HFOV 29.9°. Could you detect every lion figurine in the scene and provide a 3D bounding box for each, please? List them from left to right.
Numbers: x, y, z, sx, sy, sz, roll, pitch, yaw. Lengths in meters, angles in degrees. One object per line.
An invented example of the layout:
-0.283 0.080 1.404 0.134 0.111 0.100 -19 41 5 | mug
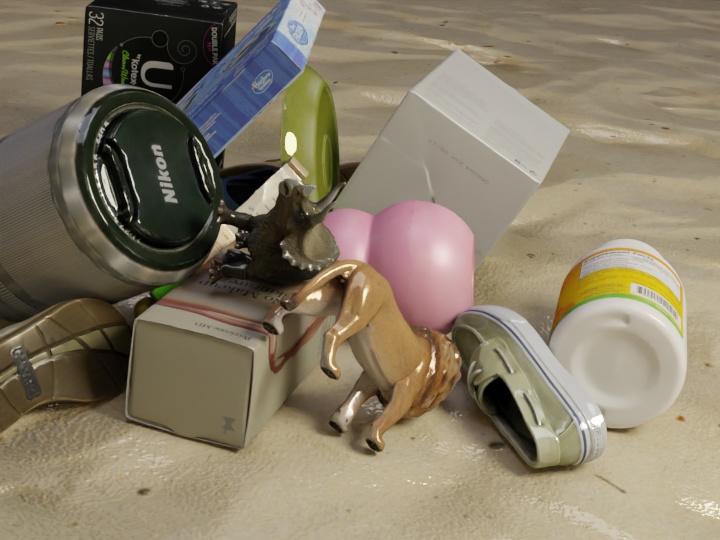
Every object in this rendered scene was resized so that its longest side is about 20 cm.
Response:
0.011 0.051 1.016 0.072 0.200 0.123 19 58 38 | lion figurine

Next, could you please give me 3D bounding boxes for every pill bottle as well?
0.222 0.043 1.156 0.111 0.111 0.200 11 22 9 | pill bottle

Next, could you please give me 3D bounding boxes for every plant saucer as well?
-0.045 -0.103 1.302 0.031 0.201 0.200 -2 21 7 | plant saucer

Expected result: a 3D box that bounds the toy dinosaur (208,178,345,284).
-0.057 -0.016 1.046 0.102 0.077 0.200 8 -10 8 | toy dinosaur

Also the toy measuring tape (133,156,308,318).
-0.128 -0.024 1.193 0.073 0.074 0.200 27 65 40 | toy measuring tape

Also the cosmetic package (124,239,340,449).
-0.095 0.051 1.069 0.103 0.088 0.200 13 23 12 | cosmetic package

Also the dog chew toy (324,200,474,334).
0.000 0.000 1.192 0.199 0.125 0.125 1 22 6 | dog chew toy

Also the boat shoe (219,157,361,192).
-0.084 -0.083 1.431 0.199 0.074 0.069 -4 11 -25 | boat shoe

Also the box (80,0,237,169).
-0.218 -0.189 1.459 0.148 0.201 0.124 7 21 0 | box

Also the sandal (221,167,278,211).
-0.141 -0.069 1.320 0.199 0.080 0.087 -3 -18 -18 | sandal

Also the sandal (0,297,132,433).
-0.249 0.074 1.003 0.054 0.081 0.200 -2 16 40 | sandal

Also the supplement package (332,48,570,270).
0.095 -0.103 1.358 0.152 0.151 0.200 36 26 2 | supplement package

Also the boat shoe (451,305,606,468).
0.119 0.087 1.074 0.062 0.072 0.200 -9 28 -24 | boat shoe

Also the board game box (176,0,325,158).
-0.124 -0.165 1.268 0.043 0.200 0.199 43 21 -15 | board game box

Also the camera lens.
-0.222 -0.049 1.083 0.200 0.160 0.160 -18 3 38 | camera lens
